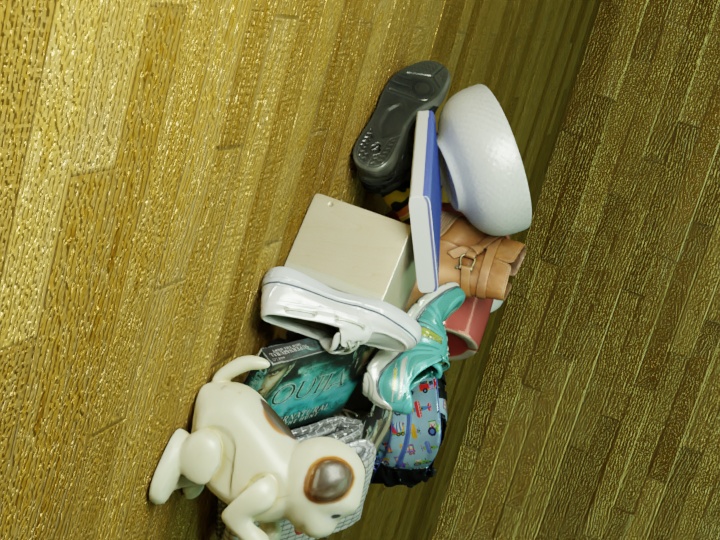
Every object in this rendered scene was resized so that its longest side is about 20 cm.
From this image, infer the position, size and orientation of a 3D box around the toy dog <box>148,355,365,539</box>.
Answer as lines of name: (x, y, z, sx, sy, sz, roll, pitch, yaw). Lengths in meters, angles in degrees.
toy dog: (-0.090, 0.208, 1.249, 0.140, 0.198, 0.196, 60, 51, -73)

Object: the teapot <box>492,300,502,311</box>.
teapot: (0.148, -0.007, 1.951, 0.196, 0.198, 0.148, -21, 110, -49)

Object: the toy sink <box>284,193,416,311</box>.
toy sink: (0.000, 0.000, 1.462, 0.200, 0.129, 0.113, 64, 47, -70)

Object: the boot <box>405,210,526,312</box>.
boot: (0.121, 0.018, 1.569, 0.201, 0.154, 0.077, -59, 159, -26)

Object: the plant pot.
plant pot: (0.111, 0.023, 1.700, 0.201, 0.198, 0.179, 78, 20, -65)

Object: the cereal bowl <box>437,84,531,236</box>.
cereal bowl: (0.148, -0.135, 1.526, 0.200, 0.082, 0.202, 160, -90, -87)

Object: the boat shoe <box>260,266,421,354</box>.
boat shoe: (-0.026, 0.064, 1.334, 0.074, 0.198, 0.067, 132, -25, -56)

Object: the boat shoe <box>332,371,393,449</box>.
boat shoe: (-0.010, 0.209, 1.559, 0.073, 0.074, 0.203, 6, 97, -51)

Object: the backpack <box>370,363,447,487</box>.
backpack: (0.051, 0.196, 1.654, 0.201, 0.133, 0.185, 108, -20, -62)

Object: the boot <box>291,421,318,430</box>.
boot: (-0.063, 0.261, 1.679, 0.202, 0.076, 0.168, -65, 164, -11)

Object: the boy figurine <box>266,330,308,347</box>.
boy figurine: (-0.066, 0.133, 1.500, 0.124, 0.064, 0.200, -40, 161, -11)

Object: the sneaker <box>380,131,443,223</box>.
sneaker: (0.081, -0.157, 1.647, 0.070, 0.090, 0.201, -31, -159, 43)

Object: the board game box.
board game box: (-0.068, 0.133, 1.382, 0.199, 0.028, 0.136, -11, 138, -49)

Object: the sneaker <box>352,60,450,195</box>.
sneaker: (0.054, -0.181, 1.544, 0.201, 0.075, 0.115, -61, 165, -24)

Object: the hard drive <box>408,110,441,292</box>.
hard drive: (0.081, -0.087, 1.426, 0.201, 0.025, 0.133, -82, 167, -54)

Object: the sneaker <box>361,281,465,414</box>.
sneaker: (0.079, 0.099, 1.466, 0.201, 0.079, 0.078, -52, 163, -29)

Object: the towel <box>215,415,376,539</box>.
towel: (-0.087, 0.269, 1.437, 0.198, 0.086, 0.167, -15, 144, -24)
